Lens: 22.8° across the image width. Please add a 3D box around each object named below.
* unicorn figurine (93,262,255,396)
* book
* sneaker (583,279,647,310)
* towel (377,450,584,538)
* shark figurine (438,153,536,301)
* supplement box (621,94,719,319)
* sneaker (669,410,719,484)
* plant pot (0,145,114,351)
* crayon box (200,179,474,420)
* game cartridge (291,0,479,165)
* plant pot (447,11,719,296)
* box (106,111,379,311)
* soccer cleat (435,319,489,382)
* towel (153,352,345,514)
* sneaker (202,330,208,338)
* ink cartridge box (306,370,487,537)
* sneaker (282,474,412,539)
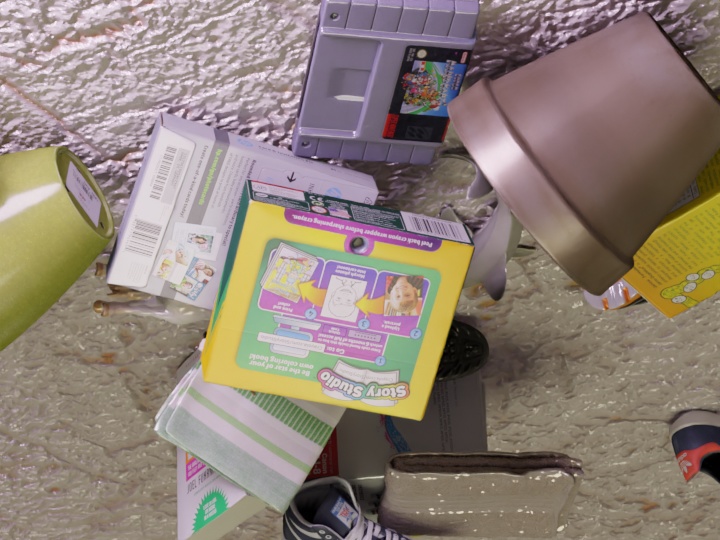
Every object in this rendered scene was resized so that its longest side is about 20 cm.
[{"bbox_3d":[-0.171,0.031,1.639,0.137,0.200,0.074,7,112,-16],"label":"unicorn figurine"},{"bbox_3d":[-0.138,0.164,1.785,0.048,0.200,0.134,18,140,-32],"label":"book"},{"bbox_3d":[0.302,-0.023,1.664,0.200,0.078,0.077,-27,160,30],"label":"sneaker"},{"bbox_3d":[0.119,0.228,1.794,0.200,0.035,0.133,1,141,-5],"label":"towel"},{"bbox_3d":[0.119,-0.021,1.634,0.128,0.090,0.215,4,147,-11],"label":"shark figurine"},{"bbox_3d":[0.310,-0.066,1.531,0.200,0.109,0.109,-31,130,27],"label":"supplement box"},{"bbox_3d":[0.444,0.215,2.002,0.200,0.085,0.075,5,145,-12],"label":"sneaker"},{"bbox_3d":[-0.322,-0.022,1.546,0.200,0.187,0.187,-29,140,11],"label":"plant pot"},{"bbox_3d":[-0.022,0.028,1.542,0.200,0.058,0.173,11,111,-12],"label":"crayon box"},{"bbox_3d":[0.019,-0.158,1.472,0.129,0.038,0.200,7,145,-6],"label":"game cartridge"},{"bbox_3d":[0.198,-0.108,1.434,0.173,0.200,0.200,-38,136,14],"label":"plant pot"},{"bbox_3d":[-0.104,-0.036,1.556,0.200,0.041,0.156,16,112,-14],"label":"box"},{"bbox_3d":[0.031,0.089,1.821,0.200,0.068,0.073,-7,169,1],"label":"soccer cleat"},{"bbox_3d":[-0.083,0.105,1.686,0.152,0.200,0.023,33,168,-8],"label":"towel"},{"bbox_3d":[-0.045,0.052,1.740,0.200,0.060,0.104,-32,108,-2],"label":"sneaker"},{"bbox_3d":[0.036,0.190,1.885,0.200,0.145,0.145,-5,144,2],"label":"ink cartridge box"},{"bbox_3d":[0.011,0.270,1.773,0.200,0.070,0.109,18,145,14],"label":"sneaker"}]
